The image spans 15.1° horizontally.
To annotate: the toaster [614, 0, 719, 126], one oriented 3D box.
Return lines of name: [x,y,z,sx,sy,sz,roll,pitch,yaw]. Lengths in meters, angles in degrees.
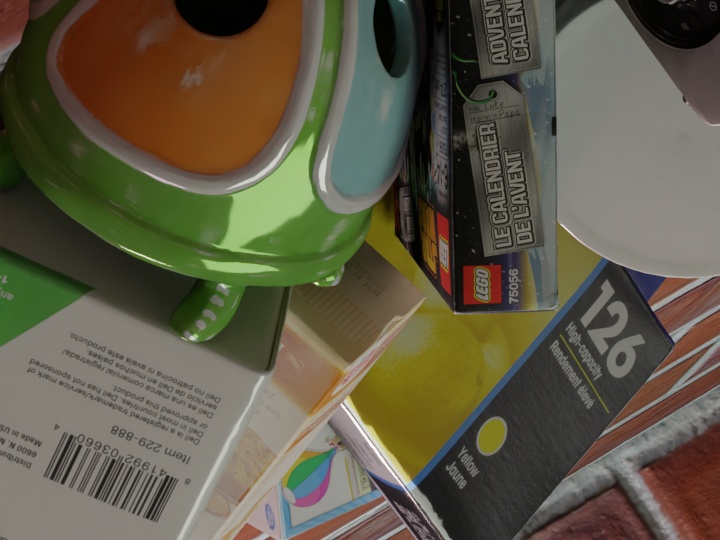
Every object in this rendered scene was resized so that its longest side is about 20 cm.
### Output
toaster: [0.157,-0.168,0.931,0.199,0.181,0.119,-24,164,-35]

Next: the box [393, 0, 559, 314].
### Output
box: [0.038,-0.067,0.988,0.040,0.138,0.200,-3,-172,-5]

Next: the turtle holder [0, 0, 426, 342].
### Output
turtle holder: [-0.032,-0.071,0.930,0.185,0.141,0.132,-5,131,-46]

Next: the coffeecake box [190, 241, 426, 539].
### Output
coffeecake box: [-0.095,0.037,1.063,0.200,0.153,0.073,-51,173,33]

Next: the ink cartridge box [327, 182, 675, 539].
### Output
ink cartridge box: [0.059,0.000,1.166,0.200,0.047,0.198,-48,128,-14]

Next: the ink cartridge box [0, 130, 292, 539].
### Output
ink cartridge box: [-0.131,0.065,0.971,0.084,0.145,0.201,-81,-163,-61]

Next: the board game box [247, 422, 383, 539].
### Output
board game box: [0.000,0.000,1.169,0.134,0.202,0.034,-21,-152,-34]

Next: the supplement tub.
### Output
supplement tub: [0.132,-0.099,1.068,0.144,0.144,0.200,-39,-163,26]
